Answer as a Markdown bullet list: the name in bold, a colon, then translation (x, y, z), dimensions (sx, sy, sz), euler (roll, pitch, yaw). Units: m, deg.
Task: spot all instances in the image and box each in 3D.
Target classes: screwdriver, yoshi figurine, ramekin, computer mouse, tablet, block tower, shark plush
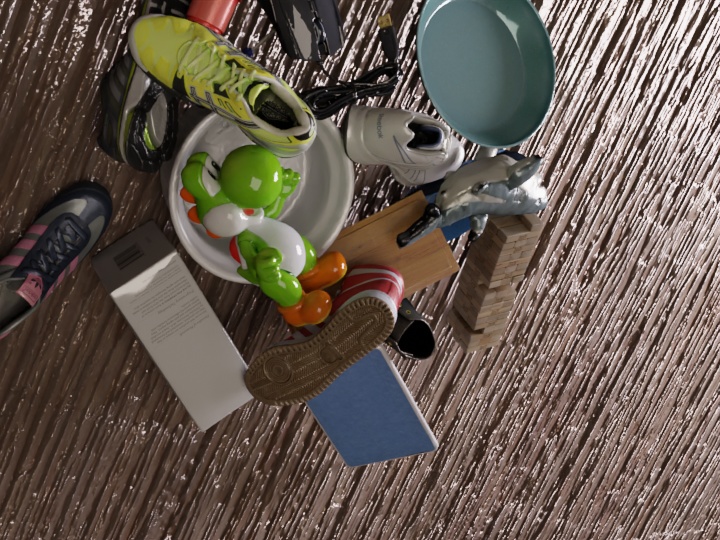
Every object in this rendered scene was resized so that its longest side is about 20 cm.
- **screwdriver**: translation (-0.103, -0.237, 1.050), dimensions (0.200, 0.028, 0.029), euler (-51, 134, -20)
- **yoshi figurine**: translation (-0.086, -0.045, 1.003), dimensions (0.112, 0.112, 0.200), euler (-45, 117, -7)
- **ramekin**: translation (-0.116, -0.097, 1.086), dimensions (0.199, 0.098, 0.202), euler (-10, 114, -22)
- **computer mouse**: translation (-0.028, -0.261, 1.040), dimensions (0.139, 0.046, 0.202), euler (-18, 84, -27)
- **tablet**: translation (0.004, 0.168, 1.254), dimensions (0.129, 0.014, 0.201), euler (-15, 128, 18)
- **block tower**: translation (0.158, 0.009, 1.245), dimensions (0.057, 0.054, 0.201), euler (-12, 136, -29)
- **shark plush**: translation (0.130, -0.068, 1.123), dimensions (0.199, 0.090, 0.084), euler (-34, 125, -35)

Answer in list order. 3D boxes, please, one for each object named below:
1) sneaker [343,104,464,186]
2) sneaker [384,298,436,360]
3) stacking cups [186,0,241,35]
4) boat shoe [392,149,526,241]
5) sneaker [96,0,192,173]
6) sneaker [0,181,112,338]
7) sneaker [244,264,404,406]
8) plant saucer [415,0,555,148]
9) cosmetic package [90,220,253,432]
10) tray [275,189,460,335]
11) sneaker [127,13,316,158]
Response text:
- **sneaker**: translation (0.064, -0.132, 1.106), dimensions (0.199, 0.086, 0.075), euler (2, 90, -56)
- **sneaker**: translation (0.005, 0.031, 1.189), dimensions (0.199, 0.106, 0.075), euler (29, 97, -31)
- **stacking cups**: translation (-0.113, -0.326, 0.991), dimensions (0.060, 0.060, 0.202), euler (25, 86, -31)
- **boat shoe**: translation (0.112, -0.084, 1.219), dimensions (0.198, 0.069, 0.085), euler (-19, 126, -16)
- **sneaker**: translation (-0.217, -0.199, 1.012), dimensions (0.074, 0.080, 0.202), euler (21, 81, -53)
- **sneaker**: translation (-0.321, -0.002, 1.037), dimensions (0.200, 0.082, 0.070), euler (-47, 122, -1)
- **sneaker**: translation (-0.033, 0.066, 1.095), dimensions (0.199, 0.113, 0.071), euler (-33, 104, 26)
- **plant saucer**: translation (0.134, -0.233, 1.149), dimensions (0.198, 0.036, 0.202), euler (4, 83, -32)
- **cosmetic package**: translation (-0.198, 0.061, 1.107), dimensions (0.085, 0.108, 0.201), euler (-34, 122, -10)
- **tray**: translation (0.000, 0.000, 1.142), dimensions (0.199, 0.037, 0.099), euler (-27, 91, -1)
- **sneaker**: translation (-0.122, -0.180, 0.958), dimensions (0.199, 0.076, 0.076), euler (29, 81, -14)
